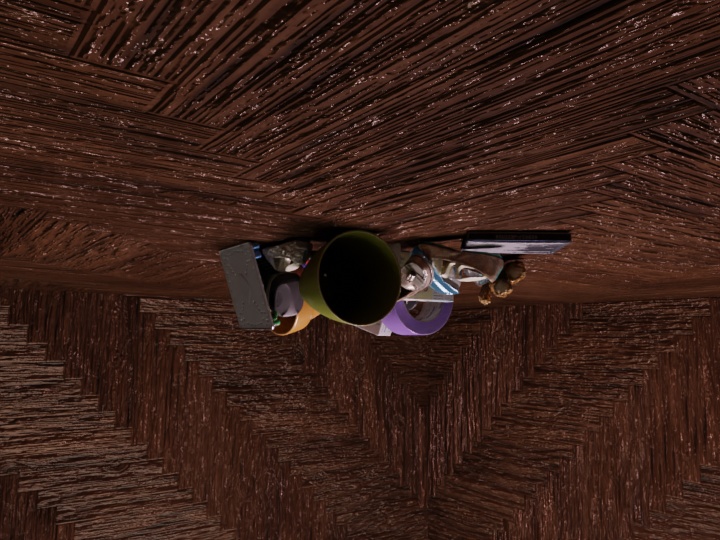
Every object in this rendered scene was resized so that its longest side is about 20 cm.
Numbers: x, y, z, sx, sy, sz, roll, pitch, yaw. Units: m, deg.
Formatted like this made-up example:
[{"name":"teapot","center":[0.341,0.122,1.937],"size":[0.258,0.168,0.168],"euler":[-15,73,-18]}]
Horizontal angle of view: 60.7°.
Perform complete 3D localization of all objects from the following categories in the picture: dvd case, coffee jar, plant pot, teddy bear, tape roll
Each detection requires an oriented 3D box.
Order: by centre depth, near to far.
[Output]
[{"name":"dvd case","center":[0.313,-0.056,1.265],"size":[0.199,0.025,0.150],"euler":[2,174,4]},{"name":"plant pot","center":[-0.046,0.024,1.274],"size":[0.186,0.188,0.200],"euler":[4,172,-28]},{"name":"coffee jar","center":[-0.211,0.033,1.466],"size":[0.085,0.105,0.200],"euler":[-8,-157,-37]},{"name":"tape roll","center":[0.138,0.066,1.588],"size":[0.199,0.201,0.085],"euler":[5,173,-33]},{"name":"teddy bear","center":[0.371,0.029,1.602],"size":[0.067,0.145,0.200],"euler":[36,162,-6]},{"name":"plant pot","center":[-0.154,0.052,1.626],"size":[0.183,0.201,0.200],"euler":[-14,-175,-41]}]

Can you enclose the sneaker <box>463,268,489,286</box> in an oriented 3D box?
[{"name":"sneaker","center":[0.310,-0.004,1.504],"size":[0.079,0.076,0.200],"euler":[-5,172,23]}]

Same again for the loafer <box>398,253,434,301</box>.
[{"name":"loafer","center":[0.110,0.026,1.370],"size":[0.063,0.072,0.200],"euler":[-41,171,-18]}]

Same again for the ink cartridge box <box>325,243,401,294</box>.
[{"name":"ink cartridge box","center":[0.000,0.000,1.388],"size":[0.068,0.117,0.200],"euler":[5,171,-41]}]

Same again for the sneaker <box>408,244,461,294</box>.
[{"name":"sneaker","center":[0.176,-0.016,1.441],"size":[0.076,0.081,0.200],"euler":[-1,154,33]}]

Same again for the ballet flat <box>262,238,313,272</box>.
[{"name":"ballet flat","center":[-0.171,-0.029,1.379],"size":[0.072,0.072,0.200],"euler":[4,173,-29]}]

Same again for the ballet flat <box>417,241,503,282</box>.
[{"name":"ballet flat","center":[0.198,-0.015,1.280],"size":[0.199,0.068,0.068],"euler":[12,173,38]}]

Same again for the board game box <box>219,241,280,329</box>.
[{"name":"board game box","center":[-0.261,0.039,1.437],"size":[0.026,0.201,0.200],"euler":[-18,-175,-32]}]

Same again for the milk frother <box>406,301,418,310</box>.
[{"name":"milk frother","center":[0.068,0.110,1.991],"size":[0.180,0.201,0.188],"euler":[0,175,41]}]

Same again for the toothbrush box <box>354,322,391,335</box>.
[{"name":"toothbrush box","center":[0.009,0.086,1.769],"size":[0.199,0.147,0.085],"euler":[19,-176,29]}]

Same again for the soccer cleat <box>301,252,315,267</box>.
[{"name":"soccer cleat","center":[-0.055,-0.007,1.519],"size":[0.199,0.074,0.068],"euler":[0,173,7]}]

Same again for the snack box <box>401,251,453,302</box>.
[{"name":"snack box","center":[0.141,0.017,1.518],"size":[0.199,0.117,0.037],"euler":[5,172,-29]}]

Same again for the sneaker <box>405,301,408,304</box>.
[{"name":"sneaker","center":[0.140,0.038,1.707],"size":[0.075,0.116,0.200],"euler":[-5,171,42]}]
